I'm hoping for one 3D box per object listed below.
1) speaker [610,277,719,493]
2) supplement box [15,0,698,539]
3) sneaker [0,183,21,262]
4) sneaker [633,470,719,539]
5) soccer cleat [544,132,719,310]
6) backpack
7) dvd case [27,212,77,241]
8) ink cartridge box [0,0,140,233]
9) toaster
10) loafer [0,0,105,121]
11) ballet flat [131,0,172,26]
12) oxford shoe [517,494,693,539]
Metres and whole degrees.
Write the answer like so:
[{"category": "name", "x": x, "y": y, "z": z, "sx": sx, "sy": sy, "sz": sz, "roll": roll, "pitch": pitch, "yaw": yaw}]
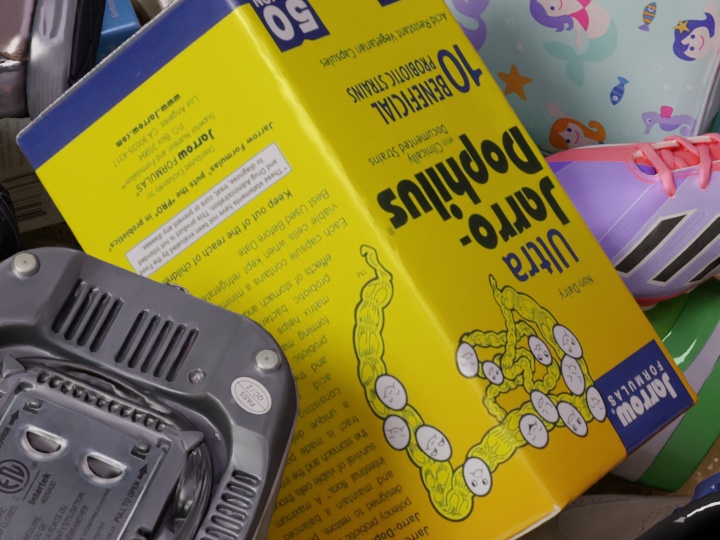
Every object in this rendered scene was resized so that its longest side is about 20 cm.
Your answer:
[{"category": "speaker", "x": 0.051, "y": 0.001, "z": 0.962, "sx": 0.200, "sy": 0.088, "sz": 0.088, "roll": 31, "pitch": 59, "yaw": 3}, {"category": "supplement box", "x": 0.000, "y": 0.000, "z": 0.850, "sx": 0.200, "sy": 0.109, "sz": 0.109, "roll": 57, "pitch": 36, "yaw": 3}, {"category": "sneaker", "x": -0.205, "y": -0.007, "z": 0.849, "sx": 0.199, "sy": 0.076, "sz": 0.114, "roll": 0, "pitch": 31, "yaw": -28}, {"category": "sneaker", "x": 0.084, "y": 0.144, "z": 0.830, "sx": 0.081, "sy": 0.115, "sz": 0.200, "roll": 32, "pitch": 89, "yaw": 18}, {"category": "soccer cleat", "x": 0.144, "y": -0.029, "z": 0.922, "sx": 0.200, "sy": 0.076, "sz": 0.067, "roll": 2, "pitch": 48, "yaw": -27}, {"category": "backpack", "x": 0.086, "y": -0.127, "z": 1.011, "sx": 0.200, "sy": 0.178, "sz": 0.151, "roll": 25, "pitch": 23, "yaw": 19}, {"category": "dvd case", "x": -0.153, "y": -0.084, "z": 1.065, "sx": 0.200, "sy": 0.016, "sz": 0.149, "roll": 11, "pitch": 56, "yaw": 4}, {"category": "ink cartridge box", "x": -0.187, "y": -0.057, "z": 0.965, "sx": 0.200, "sy": 0.115, "sz": 0.068, "roll": -16, "pitch": 59, "yaw": -14}, {"category": "toaster", "x": -0.096, "y": 0.103, "z": 0.751, "sx": 0.114, "sy": 0.129, "sz": 0.200, "roll": 20, "pitch": 57, "yaw": 7}, {"category": "loafer", "x": -0.119, "y": -0.141, "z": 0.917, "sx": 0.063, "sy": 0.072, "sz": 0.200, "roll": 4, "pitch": 58, "yaw": 2}, {"category": "ballet flat", "x": -0.091, "y": -0.121, "z": 1.041, "sx": 0.069, "sy": 0.071, "sz": 0.200, "roll": -32, "pitch": 64, "yaw": -22}, {"category": "oxford shoe", "x": 0.128, "y": 0.102, "z": 0.922, "sx": 0.200, "sy": 0.074, "sz": 0.071, "roll": 3, "pitch": 56, "yaw": -2}]
